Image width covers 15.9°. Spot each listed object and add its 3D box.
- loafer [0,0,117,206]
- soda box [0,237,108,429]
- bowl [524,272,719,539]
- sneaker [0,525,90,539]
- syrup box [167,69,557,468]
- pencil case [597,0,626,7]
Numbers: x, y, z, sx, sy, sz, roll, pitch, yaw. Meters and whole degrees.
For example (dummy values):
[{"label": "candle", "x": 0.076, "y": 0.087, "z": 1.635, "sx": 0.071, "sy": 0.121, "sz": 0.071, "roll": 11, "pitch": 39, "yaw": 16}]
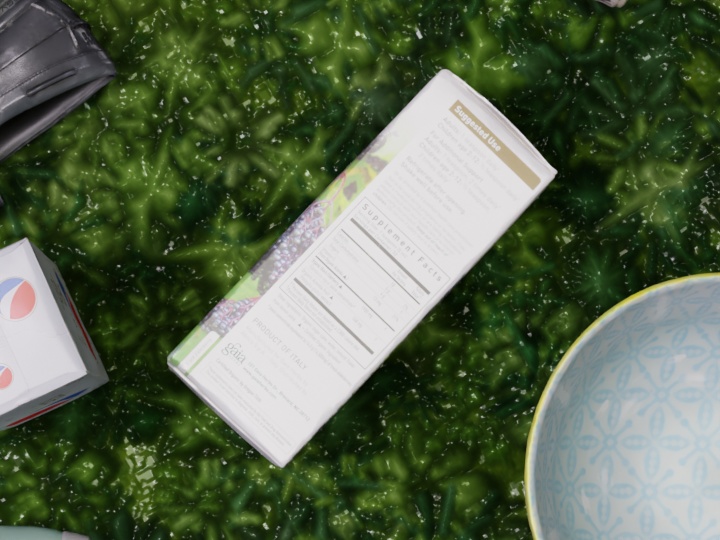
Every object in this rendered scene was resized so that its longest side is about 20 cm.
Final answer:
[{"label": "loafer", "x": -0.206, "y": -0.053, "z": 1.273, "sx": 0.070, "sy": 0.068, "sz": 0.201, "roll": 43, "pitch": 81, "yaw": 9}, {"label": "soda box", "x": -0.163, "y": 0.034, "z": 1.205, "sx": 0.064, "sy": 0.200, "sz": 0.068, "roll": -25, "pitch": 88, "yaw": -4}, {"label": "bowl", "x": 0.173, "y": 0.102, "z": 1.270, "sx": 0.200, "sy": 0.108, "sz": 0.201, "roll": 0, "pitch": 87, "yaw": -3}, {"label": "sneaker", "x": -0.199, "y": 0.207, "z": 1.225, "sx": 0.118, "sy": 0.074, "sz": 0.201, "roll": 8, "pitch": 48, "yaw": -4}, {"label": "syrup box", "x": 0.000, "y": 0.000, "z": 1.279, "sx": 0.081, "sy": 0.079, "sz": 0.200, "roll": 43, "pitch": 85, "yaw": 0}, {"label": "pencil case", "x": 0.051, "y": -0.199, "z": 1.291, "sx": 0.200, "sy": 0.078, "sz": 0.090, "roll": 16, "pitch": 124, "yaw": -3}]
